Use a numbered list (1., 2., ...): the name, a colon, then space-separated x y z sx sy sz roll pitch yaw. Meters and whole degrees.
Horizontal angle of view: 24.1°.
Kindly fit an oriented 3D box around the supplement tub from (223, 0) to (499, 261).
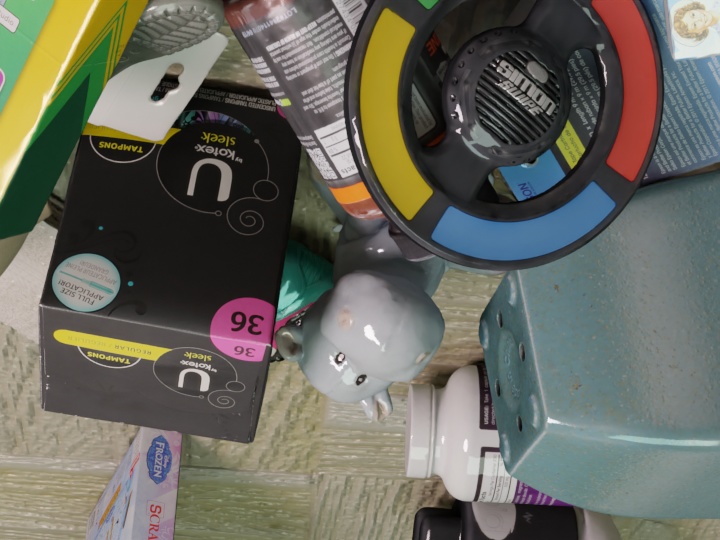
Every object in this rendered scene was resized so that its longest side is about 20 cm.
1. supplement tub: 0.007 -0.107 1.025 0.106 0.107 0.201 -22 109 29

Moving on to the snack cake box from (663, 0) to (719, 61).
1. snack cake box: 0.210 -0.222 0.902 0.114 0.067 0.202 -8 121 11

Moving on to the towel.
1. towel: -0.230 0.015 1.319 0.132 0.035 0.199 -27 135 32

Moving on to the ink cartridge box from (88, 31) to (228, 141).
1. ink cartridge box: -0.189 -0.167 1.045 0.198 0.068 0.117 21 138 -22

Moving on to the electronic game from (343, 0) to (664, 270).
1. electronic game: 0.085 -0.100 0.973 0.198 0.202 0.042 16 -178 -19

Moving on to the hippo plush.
1. hippo plush: 0.000 0.000 1.152 0.159 0.161 0.199 41 149 -14

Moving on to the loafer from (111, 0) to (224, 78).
1. loafer: -0.162 -0.149 0.970 0.198 0.071 0.075 -12 164 29

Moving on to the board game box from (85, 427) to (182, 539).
1. board game box: -0.215 0.275 1.526 0.041 0.201 0.200 14 142 -17

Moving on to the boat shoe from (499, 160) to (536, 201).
1. boat shoe: 0.153 -0.043 1.193 0.072 0.072 0.199 -29 133 35

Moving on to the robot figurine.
1. robot figurine: 0.146 0.271 1.567 0.197 0.151 0.126 7 130 -7

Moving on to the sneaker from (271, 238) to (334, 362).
1. sneaker: -0.061 0.053 1.328 0.120 0.084 0.200 22 138 -11

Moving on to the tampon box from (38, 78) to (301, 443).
1. tampon box: -0.125 -0.010 1.134 0.148 0.202 0.127 9 143 -4

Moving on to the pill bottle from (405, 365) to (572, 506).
1. pill bottle: 0.138 0.137 1.401 0.197 0.113 0.113 3 144 -1

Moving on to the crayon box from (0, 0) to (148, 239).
1. crayon box: -0.229 -0.145 0.922 0.199 0.058 0.173 39 114 14

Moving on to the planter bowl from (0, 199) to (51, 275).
1. planter bowl: -0.285 -0.066 1.104 0.134 0.201 0.201 -25 144 -10

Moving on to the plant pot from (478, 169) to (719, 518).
1. plant pot: 0.190 0.059 1.121 0.197 0.198 0.197 -6 158 -11

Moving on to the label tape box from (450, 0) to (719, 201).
1. label tape box: 0.168 -0.127 1.067 0.198 0.066 0.144 -17 126 27
